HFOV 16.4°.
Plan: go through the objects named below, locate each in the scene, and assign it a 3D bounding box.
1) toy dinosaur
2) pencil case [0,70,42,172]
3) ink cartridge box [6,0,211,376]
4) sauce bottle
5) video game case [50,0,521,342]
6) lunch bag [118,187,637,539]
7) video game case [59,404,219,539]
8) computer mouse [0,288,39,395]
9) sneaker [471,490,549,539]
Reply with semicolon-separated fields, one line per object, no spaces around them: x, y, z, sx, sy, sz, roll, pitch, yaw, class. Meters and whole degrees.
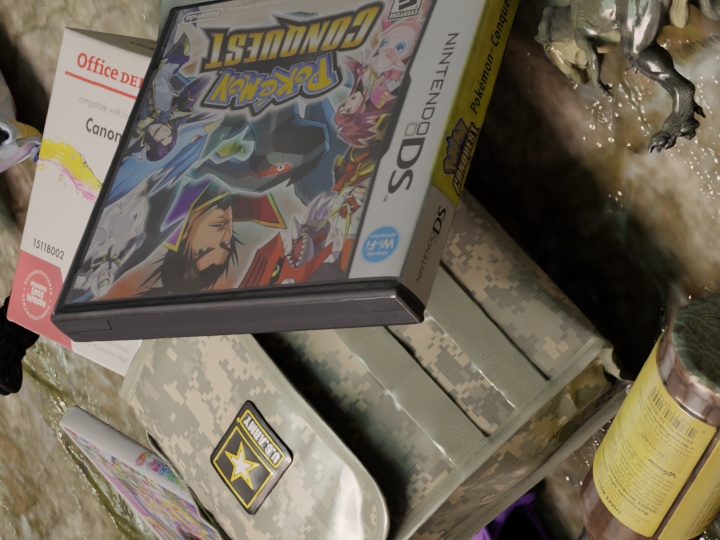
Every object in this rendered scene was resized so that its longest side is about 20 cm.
0.132;-0.106;1.025;0.089;0.047;0.200;62;144;12;toy dinosaur
-0.268;-0.141;1.503;0.201;0.083;0.091;62;167;4;pencil case
-0.108;-0.055;1.296;0.116;0.067;0.201;20;101;44;ink cartridge box
0.136;0.092;1.136;0.065;0.065;0.200;49;143;20;sauce bottle
-0.034;-0.054;1.133;0.199;0.182;0.026;-4;145;36;video game case
-0.001;0.054;1.161;0.164;0.200;0.118;48;-176;21;lunch bag
-0.080;0.158;1.462;0.199;0.018;0.143;25;158;43;video game case
-0.269;-0.007;1.520;0.200;0.046;0.141;56;-165;-24;computer mouse
0.052;0.130;1.290;0.200;0.080;0.084;37;123;22;sneaker
